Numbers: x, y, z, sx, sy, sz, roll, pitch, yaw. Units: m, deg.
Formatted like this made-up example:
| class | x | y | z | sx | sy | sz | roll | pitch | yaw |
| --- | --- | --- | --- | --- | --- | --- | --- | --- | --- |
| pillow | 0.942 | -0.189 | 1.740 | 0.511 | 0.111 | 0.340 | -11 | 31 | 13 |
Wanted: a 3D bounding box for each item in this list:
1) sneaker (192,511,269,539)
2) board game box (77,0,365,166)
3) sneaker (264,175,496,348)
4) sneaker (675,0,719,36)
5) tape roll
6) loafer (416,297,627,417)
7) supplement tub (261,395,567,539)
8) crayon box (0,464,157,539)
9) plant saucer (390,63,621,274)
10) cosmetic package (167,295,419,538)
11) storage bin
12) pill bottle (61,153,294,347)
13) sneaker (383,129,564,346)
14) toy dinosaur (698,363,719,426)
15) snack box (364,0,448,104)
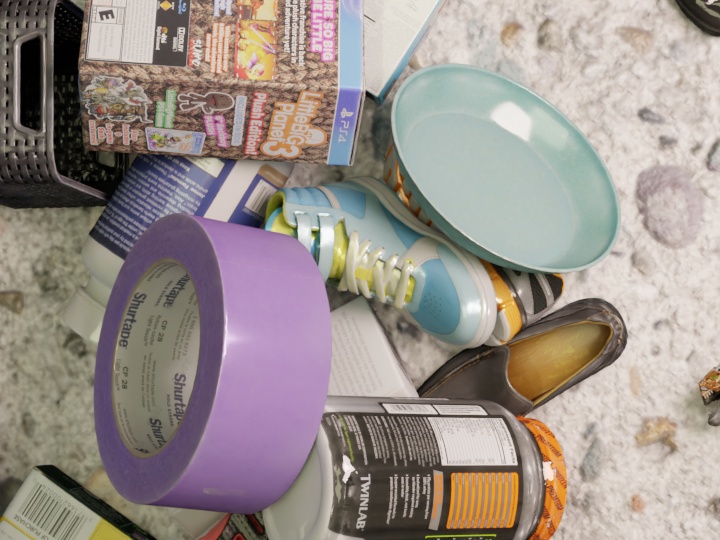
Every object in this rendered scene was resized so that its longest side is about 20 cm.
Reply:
| class | x | y | z | sx | sy | sz | roll | pitch | yaw |
| --- | --- | --- | --- | --- | --- | --- | --- | --- | --- |
| sneaker | -0.093 | 0.208 | 1.176 | 0.199 | 0.087 | 0.074 | -28 | 86 | -12 |
| board game box | -0.098 | -0.173 | 1.157 | 0.199 | 0.097 | 0.160 | 4 | 60 | -5 |
| sneaker | 0.000 | 0.000 | 1.169 | 0.200 | 0.130 | 0.080 | 39 | 125 | 43 |
| sneaker | 0.252 | -0.281 | 1.204 | 0.060 | 0.104 | 0.201 | -16 | 84 | 5 |
| tape roll | -0.107 | 0.066 | 1.103 | 0.085 | 0.200 | 0.201 | 12 | 87 | -32 |
| loafer | 0.112 | 0.082 | 1.212 | 0.199 | 0.072 | 0.073 | -34 | 84 | 5 |
| supplement tub | 0.039 | 0.151 | 1.124 | 0.199 | 0.122 | 0.123 | 5 | 86 | -29 |
| crayon box | -0.257 | 0.271 | 1.257 | 0.127 | 0.051 | 0.201 | 34 | 90 | 8 |
| plant saucer | 0.103 | -0.070 | 1.191 | 0.200 | 0.200 | 0.036 | 44 | 132 | 8 |
| cosmetic package | -0.057 | 0.117 | 1.212 | 0.199 | 0.071 | 0.102 | -28 | 47 | 5 |
| storage bin | -0.246 | -0.123 | 1.207 | 0.093 | 0.200 | 0.136 | -1 | 86 | 6 |
| pill bottle | -0.146 | -0.028 | 1.233 | 0.111 | 0.111 | 0.201 | 32 | 90 | 8 |
| sneaker | 0.084 | -0.037 | 1.230 | 0.077 | 0.078 | 0.201 | -21 | 73 | -26 |
| toy dinosaur | 0.358 | 0.093 | 1.176 | 0.199 | 0.102 | 0.137 | -19 | 66 | 27 |
| snack box | -0.036 | -0.235 | 1.271 | 0.199 | 0.037 | 0.117 | 33 | 89 | 8 |
